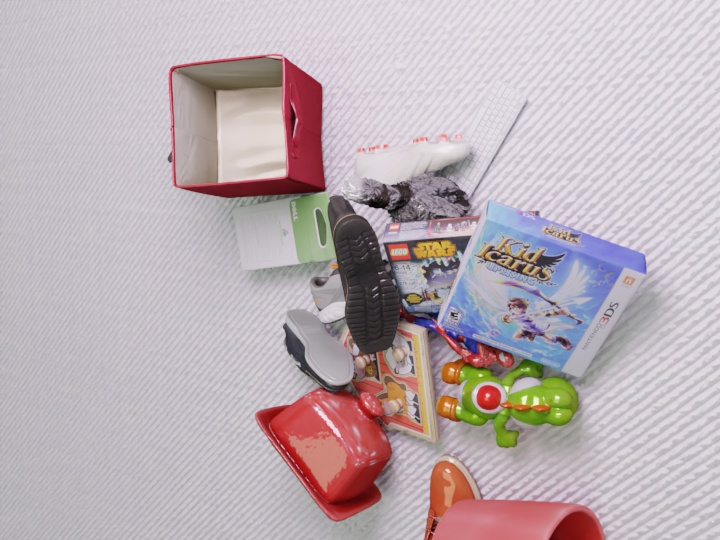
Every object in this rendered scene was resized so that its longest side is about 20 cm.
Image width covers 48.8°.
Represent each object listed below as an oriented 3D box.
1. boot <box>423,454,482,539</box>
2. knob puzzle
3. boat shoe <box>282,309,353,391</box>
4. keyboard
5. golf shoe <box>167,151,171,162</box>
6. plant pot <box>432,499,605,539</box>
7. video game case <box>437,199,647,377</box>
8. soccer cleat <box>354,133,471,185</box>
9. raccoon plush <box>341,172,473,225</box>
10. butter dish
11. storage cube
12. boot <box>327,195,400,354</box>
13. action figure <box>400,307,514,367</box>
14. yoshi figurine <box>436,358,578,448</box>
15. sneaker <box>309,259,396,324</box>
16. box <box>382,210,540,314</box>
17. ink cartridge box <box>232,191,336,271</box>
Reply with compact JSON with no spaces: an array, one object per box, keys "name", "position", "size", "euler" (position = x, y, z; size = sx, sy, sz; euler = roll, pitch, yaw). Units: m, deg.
[{"name":"boot","position":[0.123,0.370,1.129],"size":[0.074,0.107,0.203],"euler":[-5,92,36]},{"name":"knob puzzle","position":[0.026,0.152,1.180],"size":[0.218,0.030,0.222],"euler":[25,126,40]},{"name":"boat shoe","position":[-0.067,0.133,1.223],"size":[0.200,0.075,0.061],"euler":[-126,43,-55]},{"name":"keyboard","position":[0.156,-0.161,1.090],"size":[0.056,0.011,0.201],"euler":[40,117,24]},{"name":"golf shoe","position":[-0.230,-0.193,1.321],"size":[0.198,0.078,0.096],"euler":[14,102,22]},{"name":"plant pot","position":[0.197,0.390,1.038],"size":[0.176,0.199,0.203],"euler":[2,98,44]},{"name":"video game case","position":[0.215,0.027,0.969],"size":[0.198,0.046,0.183],"euler":[19,129,1]},{"name":"soccer cleat","position":[0.074,-0.145,1.120],"size":[0.198,0.069,0.079],"euler":[-2,100,42]},{"name":"raccoon plush","position":[0.060,-0.061,1.083],"size":[0.198,0.097,0.135],"euler":[16,130,-4]},{"name":"butter dish","position":[-0.025,0.241,1.176],"size":[0.148,0.200,0.200],"euler":[-47,70,13]},{"name":"storage cube","position":[-0.161,-0.203,1.165],"size":[0.197,0.180,0.174],"euler":[-3,89,16]},{"name":"boot","position":[0.000,0.000,1.110],"size":[0.139,0.076,0.202],"euler":[-117,19,-65]},{"name":"action figure","position":[0.130,0.080,1.099],"size":[0.199,0.065,0.052],"euler":[32,136,33]},{"name":"yoshi figurine","position":[0.206,0.172,1.062],"size":[0.199,0.112,0.113],"euler":[2,128,45]},{"name":"sneaker","position":[-0.001,0.015,1.176],"size":[0.199,0.074,0.080],"euler":[-26,96,35]},{"name":"box","position":[0.140,-0.006,1.028],"size":[0.197,0.040,0.138],"euler":[-4,132,18]},{"name":"ink cartridge box","position":[-0.106,-0.062,1.256],"size":[0.198,0.059,0.105],"euler":[-7,93,35]}]
